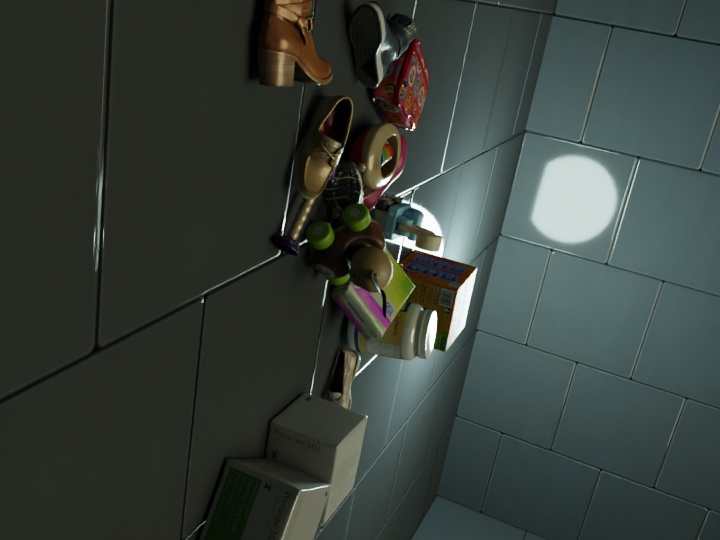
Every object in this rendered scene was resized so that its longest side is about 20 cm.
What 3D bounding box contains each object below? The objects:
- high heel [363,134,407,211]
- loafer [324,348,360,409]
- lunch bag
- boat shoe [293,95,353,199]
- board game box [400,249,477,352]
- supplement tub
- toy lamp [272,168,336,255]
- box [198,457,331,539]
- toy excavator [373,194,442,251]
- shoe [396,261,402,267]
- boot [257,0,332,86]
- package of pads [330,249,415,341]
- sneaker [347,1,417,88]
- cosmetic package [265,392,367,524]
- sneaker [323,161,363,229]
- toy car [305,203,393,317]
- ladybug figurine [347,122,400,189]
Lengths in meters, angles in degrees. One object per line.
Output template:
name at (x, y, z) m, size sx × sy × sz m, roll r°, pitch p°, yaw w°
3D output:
high heel at (0.048, -0.228, 1.715) m, size 0.200 × 0.067 × 0.096 m, roll -57°, pitch 170°, yaw -6°
loafer at (-0.057, 0.291, 1.894) m, size 0.063 × 0.072 × 0.200 m, roll 31°, pitch 71°, yaw -54°
lunch bag at (0.094, -0.418, 1.667) m, size 0.200 × 0.082 × 0.176 m, roll 45°, pitch 60°, yaw -71°
boat shoe at (-0.064, -0.225, 1.362) m, size 0.074 × 0.066 × 0.200 m, roll 20°, pitch 78°, yaw -31°
board game box at (0.200, 0.083, 2.206) m, size 0.200 × 0.200 × 0.200 m, roll -39°, pitch 142°, yaw -59°
supplement tub at (0.081, 0.145, 1.901) m, size 0.144 × 0.200 × 0.145 m, roll 8°, pitch 90°, yaw -74°
toy lamp at (-0.098, -0.127, 1.410) m, size 0.200 × 0.058 × 0.058 m, roll -64°, pitch 160°, yaw -16°
box at (-0.190, 0.494, 1.515) m, size 0.200 × 0.171 × 0.199 m, roll 39°, pitch 70°, yaw -70°
toy excavator at (0.117, -0.105, 1.808) m, size 0.194 × 0.200 × 0.100 m, roll -26°, pitch 130°, yaw -65°
shoe at (0.040, 0.015, 1.937) m, size 0.200 × 0.053 × 0.070 m, roll -27°, pitch 146°, yaw -58°
boot at (-0.092, -0.371, 1.189) m, size 0.200 × 0.074 × 0.155 m, roll -38°, pitch 137°, yaw -63°
package of pads at (0.029, 0.045, 1.793) m, size 0.155 × 0.068 × 0.200 m, roll 53°, pitch 44°, yaw -15°
sneaker at (0.047, -0.467, 1.458) m, size 0.146 × 0.077 × 0.202 m, roll -53°, pitch 165°, yaw -20°
cosmetic package at (-0.104, 0.412, 1.693) m, size 0.166 × 0.167 × 0.200 m, roll -31°, pitch 134°, yaw -62°
sneaker at (-0.030, -0.158, 1.574) m, size 0.200 × 0.078 × 0.086 m, roll 95°, pitch 9°, yaw -50°
toy car at (0.000, 0.000, 1.519) m, size 0.158 × 0.200 × 0.164 m, roll -27°, pitch 144°, yaw -3°
ladybug figurine at (0.027, -0.245, 1.618) m, size 0.200 × 0.072 × 0.136 m, roll -41°, pitch 137°, yaw -62°
